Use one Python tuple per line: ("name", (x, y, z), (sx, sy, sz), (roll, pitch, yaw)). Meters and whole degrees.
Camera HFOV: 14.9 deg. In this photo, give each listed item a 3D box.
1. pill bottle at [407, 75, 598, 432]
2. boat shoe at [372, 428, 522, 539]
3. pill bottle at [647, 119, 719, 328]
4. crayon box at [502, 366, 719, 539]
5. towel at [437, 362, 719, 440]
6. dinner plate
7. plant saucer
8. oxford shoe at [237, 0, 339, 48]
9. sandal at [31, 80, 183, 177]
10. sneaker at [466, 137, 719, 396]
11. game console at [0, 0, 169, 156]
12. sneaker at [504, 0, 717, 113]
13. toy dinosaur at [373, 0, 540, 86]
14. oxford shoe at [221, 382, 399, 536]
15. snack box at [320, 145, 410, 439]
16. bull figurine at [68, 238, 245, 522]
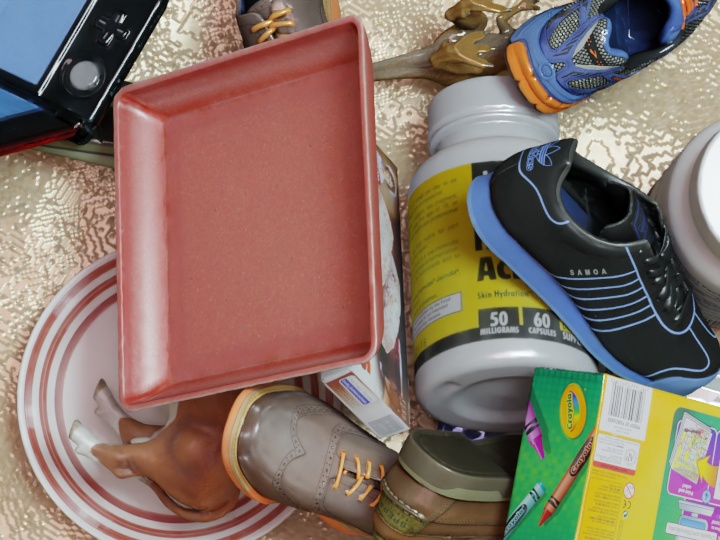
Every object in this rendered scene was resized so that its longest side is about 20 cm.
("pill bottle", (0.084, -0.012, 1.669), (0.111, 0.111, 0.200), (-1, 64, -3))
("boat shoe", (0.085, 0.141, 1.629), (0.200, 0.072, 0.068), (15, 111, -40))
("pill bottle", (0.233, -0.032, 1.646), (0.113, 0.200, 0.113), (0, 81, -3))
("crayon box", (0.177, 0.133, 1.610), (0.200, 0.058, 0.119), (16, 82, -42))
("towel", (0.145, 0.115, 1.711), (0.200, 0.024, 0.147), (14, 84, 2))
("dinner plate", (-0.112, 0.080, 1.704), (0.200, 0.024, 0.200), (1, 82, -3))
("plant saucer", (-0.060, -0.028, 1.587), (0.200, 0.037, 0.200), (-13, 73, 38))
("oxford shoe", (-0.045, -0.123, 1.660), (0.071, 0.073, 0.200), (-27, 47, 11))
("sandal", (-0.126, -0.074, 1.711), (0.201, 0.057, 0.080), (17, 48, 15))
("sneaker", (0.153, 0.000, 1.589), (0.200, 0.078, 0.070), (38, 47, -26))
("game console", (-0.247, -0.159, 1.660), (0.200, 0.119, 0.172), (26, 80, 19))
("sneaker", (0.176, -0.157, 1.693), (0.200, 0.078, 0.075), (-41, 107, -40))
("toy dinosaur", (0.054, -0.132, 1.710), (0.200, 0.106, 0.060), (-10, 73, -11))
("oxford shoe", (-0.011, 0.114, 1.613), (0.073, 0.200, 0.071), (12, 81, 33))
("snack box", (0.000, 0.000, 1.653), (0.024, 0.072, 0.200), (-21, 49, 22))
("bull figurine", (-0.093, 0.049, 1.667), (0.121, 0.065, 0.200), (18, 78, 5))
